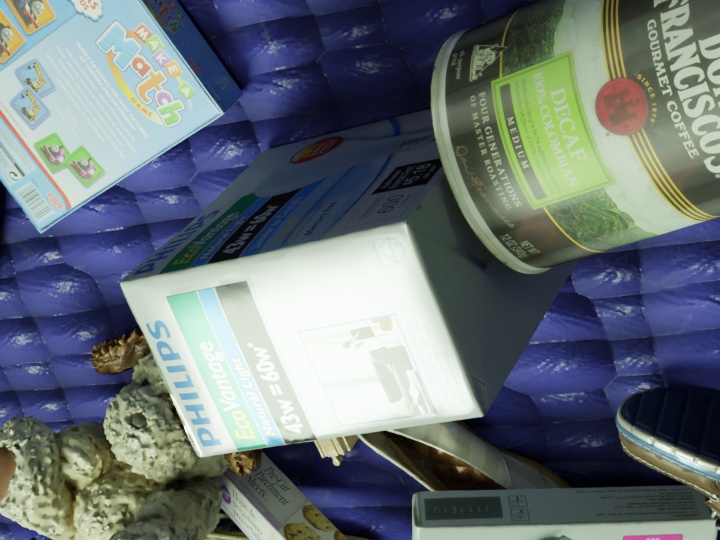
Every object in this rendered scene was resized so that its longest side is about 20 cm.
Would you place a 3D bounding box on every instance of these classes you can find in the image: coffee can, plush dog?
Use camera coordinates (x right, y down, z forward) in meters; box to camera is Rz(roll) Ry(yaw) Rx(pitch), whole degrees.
[{"bbox_3d":[0.159,-0.093,0.887,0.199,0.146,0.147,-18,110,34],"label":"coffee can"},{"bbox_3d":[-0.142,0.136,1.180,0.199,0.160,0.173,33,95,31],"label":"plush dog"}]

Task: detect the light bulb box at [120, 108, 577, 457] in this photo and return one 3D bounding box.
[{"bbox_3d":[0.000,0.000,0.991,0.199,0.198,0.126,-11,112,30],"label":"light bulb box"}]

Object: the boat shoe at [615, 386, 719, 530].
[{"bbox_3d":[0.250,0.137,1.029,0.199,0.072,0.073,20,127,15],"label":"boat shoe"}]

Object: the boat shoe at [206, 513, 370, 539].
[{"bbox_3d":[-0.079,0.227,1.266,0.198,0.063,0.073,6,147,27],"label":"boat shoe"}]

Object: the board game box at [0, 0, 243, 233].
[{"bbox_3d":[-0.194,-0.130,1.111,0.199,0.037,0.152,-27,105,37],"label":"board game box"}]

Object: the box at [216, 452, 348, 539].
[{"bbox_3d":[-0.036,0.200,1.169,0.200,0.041,0.039,40,140,44],"label":"box"}]

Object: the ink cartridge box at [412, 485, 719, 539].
[{"bbox_3d":[0.134,0.226,1.116,0.198,0.044,0.175,-2,120,0],"label":"ink cartridge box"}]

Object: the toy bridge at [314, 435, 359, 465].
[{"bbox_3d":[-0.053,0.050,1.132,0.027,0.067,0.201,-12,112,31],"label":"toy bridge"}]

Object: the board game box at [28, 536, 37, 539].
[{"bbox_3d":[-0.205,0.309,1.340,0.200,0.023,0.105,36,147,29],"label":"board game box"}]

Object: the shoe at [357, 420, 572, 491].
[{"bbox_3d":[0.080,0.149,1.134,0.200,0.053,0.070,38,129,1],"label":"shoe"}]
